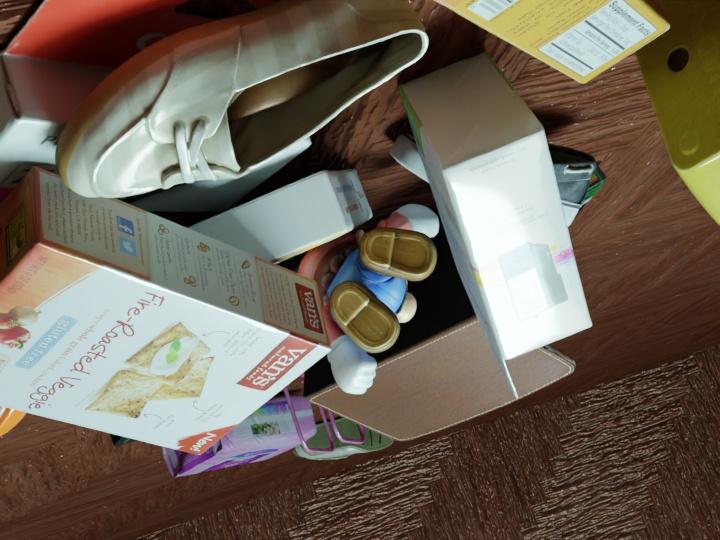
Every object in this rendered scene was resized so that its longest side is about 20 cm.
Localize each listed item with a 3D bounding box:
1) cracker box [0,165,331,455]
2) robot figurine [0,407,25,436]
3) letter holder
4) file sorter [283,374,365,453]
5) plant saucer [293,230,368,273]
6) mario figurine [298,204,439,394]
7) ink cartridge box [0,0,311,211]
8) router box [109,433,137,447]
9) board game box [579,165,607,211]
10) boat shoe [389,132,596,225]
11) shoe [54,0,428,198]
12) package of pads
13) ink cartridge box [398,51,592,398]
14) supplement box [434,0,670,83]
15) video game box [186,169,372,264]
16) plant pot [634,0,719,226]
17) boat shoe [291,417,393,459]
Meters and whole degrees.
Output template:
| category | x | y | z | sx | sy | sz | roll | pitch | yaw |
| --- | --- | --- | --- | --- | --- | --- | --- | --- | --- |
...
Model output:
| category | x | y | z | sx | sy | sz | roll | pitch | yaw |
| --- | --- | --- | --- | --- | --- | --- | --- | --- | --- |
| cracker box | -0.134 | 0.034 | 0.624 | 0.199 | 0.058 | 0.134 | 22 | 129 | -40 |
| robot figurine | -0.291 | 0.059 | 0.710 | 0.116 | 0.145 | 0.200 | -3 | 173 | 27 |
| letter holder | 0.069 | 0.058 | 0.939 | 0.199 | 0.101 | 0.142 | -29 | 137 | 34 |
| file sorter | 0.015 | 0.137 | 1.345 | 0.199 | 0.126 | 0.139 | -23 | 165 | 11 |
| plant saucer | 0.000 | 0.000 | 1.021 | 0.199 | 0.039 | 0.201 | -18 | 165 | -5 |
| mario figurine | 0.020 | 0.016 | 0.782 | 0.123 | 0.107 | 0.200 | -25 | -177 | -5 |
| ink cartridge box | -0.102 | -0.088 | 0.582 | 0.199 | 0.044 | 0.173 | -3 | 158 | -48 |
| router box | -0.176 | 0.117 | 1.153 | 0.149 | 0.063 | 0.200 | -9 | 161 | -32 |
| board game box | 0.139 | -0.028 | 1.034 | 0.199 | 0.024 | 0.105 | -30 | 164 | -20 |
| boat shoe | 0.108 | -0.086 | 0.822 | 0.199 | 0.072 | 0.068 | 12 | 114 | -39 |
| shoe | -0.056 | -0.088 | 0.537 | 0.199 | 0.053 | 0.070 | -31 | 148 | -12 |
| package of pads | -0.170 | 0.230 | 1.527 | 0.120 | 0.076 | 0.199 | -32 | 161 | 34 |
| ink cartridge box | 0.094 | -0.026 | 0.720 | 0.067 | 0.117 | 0.201 | -21 | 127 | 1 |
| supplement box | 0.091 | -0.155 | 0.551 | 0.069 | 0.067 | 0.200 | -30 | 163 | 24 |
| video game box | -0.096 | -0.014 | 0.746 | 0.199 | 0.047 | 0.182 | -22 | -175 | 8 |
| plant pot | 0.278 | -0.130 | 0.665 | 0.175 | 0.202 | 0.200 | 11 | 148 | -40 |
| boat shoe | -0.033 | 0.304 | 1.975 | 0.199 | 0.075 | 0.068 | 2 | 159 | -32 |
